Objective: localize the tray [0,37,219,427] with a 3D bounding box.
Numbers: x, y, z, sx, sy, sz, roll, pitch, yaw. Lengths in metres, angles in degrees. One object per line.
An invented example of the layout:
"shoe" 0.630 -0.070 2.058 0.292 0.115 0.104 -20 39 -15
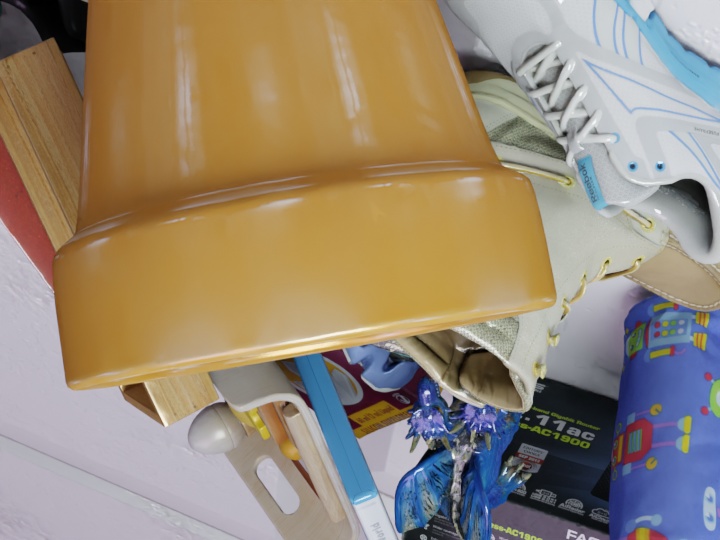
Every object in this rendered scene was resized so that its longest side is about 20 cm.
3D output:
"tray" -0.140 -0.020 0.805 0.200 0.037 0.099 68 163 -12

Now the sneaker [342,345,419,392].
"sneaker" 0.016 -0.034 0.882 0.115 0.081 0.200 -25 109 23

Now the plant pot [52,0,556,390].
"plant pot" -0.034 -0.058 0.624 0.200 0.184 0.200 -10 176 -1

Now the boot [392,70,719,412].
"boot" 0.105 0.008 0.783 0.200 0.155 0.072 31 149 -18

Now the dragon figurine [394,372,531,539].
"dragon figurine" 0.055 0.123 0.860 0.059 0.099 0.200 16 124 18

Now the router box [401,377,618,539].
"router box" 0.145 0.143 0.978 0.200 0.150 0.062 17 119 17

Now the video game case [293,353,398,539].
"video game case" -0.001 0.127 0.932 0.018 0.143 0.200 -23 142 -3

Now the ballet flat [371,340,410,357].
"ballet flat" 0.000 0.000 0.814 0.199 0.068 0.075 15 145 8

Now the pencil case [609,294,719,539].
"pencil case" 0.184 0.109 0.849 0.087 0.200 0.078 22 145 -18

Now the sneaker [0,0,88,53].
"sneaker" -0.197 -0.190 0.771 0.200 0.088 0.076 36 151 -18

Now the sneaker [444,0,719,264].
"sneaker" 0.114 -0.076 0.711 0.200 0.087 0.075 34 153 -12

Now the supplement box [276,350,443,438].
"supplement box" -0.040 0.015 0.991 0.200 0.086 0.110 34 151 -14

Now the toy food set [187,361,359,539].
"toy food set" -0.075 0.084 0.905 0.144 0.060 0.200 50 167 37

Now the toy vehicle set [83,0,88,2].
"toy vehicle set" -0.110 -0.207 0.668 0.124 0.027 0.200 24 133 6

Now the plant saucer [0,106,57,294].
"plant saucer" -0.198 -0.054 0.933 0.200 0.037 0.200 58 179 -23
